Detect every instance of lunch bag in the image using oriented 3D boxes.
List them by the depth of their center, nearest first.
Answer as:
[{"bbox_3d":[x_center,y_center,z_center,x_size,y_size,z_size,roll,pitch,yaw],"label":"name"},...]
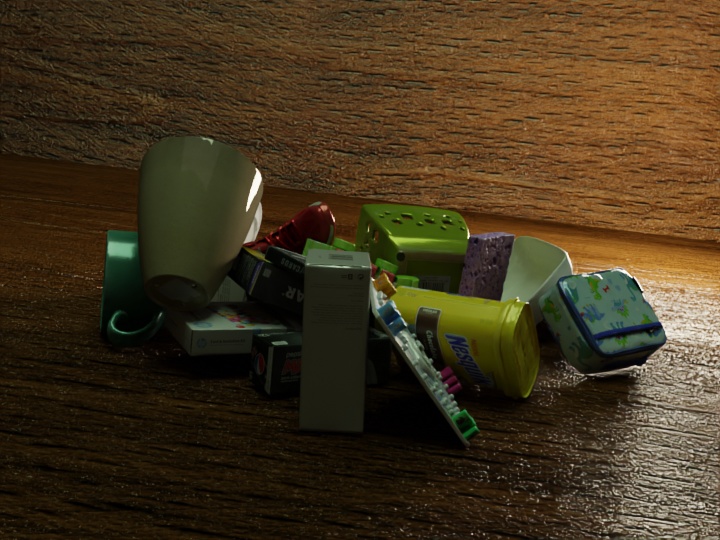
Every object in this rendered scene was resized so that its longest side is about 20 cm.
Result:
[{"bbox_3d":[0.400,0.083,1.502,0.197,0.083,0.163,-3,58,-36],"label":"lunch bag"}]

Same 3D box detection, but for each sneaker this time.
[{"bbox_3d":[-0.126,-0.041,1.513,0.114,0.079,0.200,-22,-12,-36],"label":"sneaker"}]

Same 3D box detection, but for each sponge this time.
[{"bbox_3d":[0.191,0.042,1.458,0.029,0.205,0.111,17,14,33],"label":"sponge"}]

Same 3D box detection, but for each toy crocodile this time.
[{"bbox_3d":[0.000,0.000,1.471,0.197,0.069,0.062,24,-3,-10],"label":"toy crocodile"}]

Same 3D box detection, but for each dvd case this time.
[{"bbox_3d":[-0.030,0.016,1.321,0.148,0.025,0.199,26,3,26],"label":"dvd case"}]

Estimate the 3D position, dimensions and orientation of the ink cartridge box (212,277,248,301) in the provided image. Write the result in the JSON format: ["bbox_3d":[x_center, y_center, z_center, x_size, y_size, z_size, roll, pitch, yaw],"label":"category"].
[{"bbox_3d":[-0.159,0.023,1.660,0.196,0.086,0.144,11,12,22],"label":"ink cartridge box"}]

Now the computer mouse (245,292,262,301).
[{"bbox_3d":[-0.126,0.061,1.506,0.058,0.035,0.198,25,-4,-41],"label":"computer mouse"}]

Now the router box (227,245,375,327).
[{"bbox_3d":[-0.091,0.029,1.366,0.197,0.053,0.157,23,2,-26],"label":"router box"}]

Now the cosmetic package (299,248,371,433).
[{"bbox_3d":[-0.031,0.084,1.123,0.083,0.205,0.108,3,9,-2],"label":"cosmetic package"}]

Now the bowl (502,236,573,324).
[{"bbox_3d":[0.283,0.041,1.655,0.199,0.075,0.199,-42,22,-6],"label":"bowl"}]

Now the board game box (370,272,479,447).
[{"bbox_3d":[0.078,0.104,1.166,0.026,0.202,0.200,-34,10,5],"label":"board game box"}]

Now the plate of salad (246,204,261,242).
[{"bbox_3d":[-0.252,-0.052,1.705,0.048,0.203,0.199,30,18,15],"label":"plate of salad"}]

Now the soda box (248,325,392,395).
[{"bbox_3d":[-0.052,0.122,1.260,0.197,0.072,0.063,-2,12,-34],"label":"soda box"}]

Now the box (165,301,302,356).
[{"bbox_3d":[-0.169,0.081,1.327,0.196,0.042,0.155,0,12,-25],"label":"box"}]

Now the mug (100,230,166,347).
[{"bbox_3d":[-0.337,0.036,1.405,0.112,0.189,0.152,4,-16,-17],"label":"mug"}]

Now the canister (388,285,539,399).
[{"bbox_3d":[0.143,0.098,1.304,0.196,0.150,0.087,9,51,29],"label":"canister"}]

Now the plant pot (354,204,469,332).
[{"bbox_3d":[0.099,0.006,1.618,0.196,0.203,0.182,3,17,-15],"label":"plant pot"}]

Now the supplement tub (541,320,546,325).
[{"bbox_3d":[0.381,0.062,1.693,0.105,0.109,0.200,2,12,-19],"label":"supplement tub"}]

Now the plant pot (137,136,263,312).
[{"bbox_3d":[-0.244,-0.052,1.309,0.183,0.189,0.203,6,55,0],"label":"plant pot"}]
